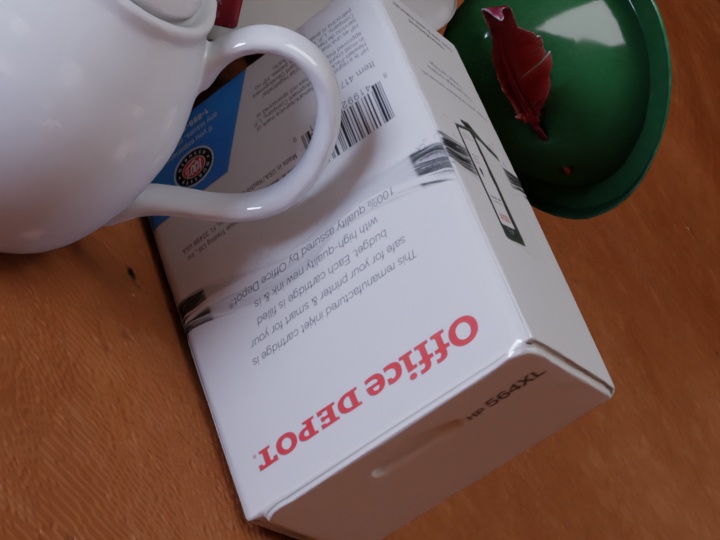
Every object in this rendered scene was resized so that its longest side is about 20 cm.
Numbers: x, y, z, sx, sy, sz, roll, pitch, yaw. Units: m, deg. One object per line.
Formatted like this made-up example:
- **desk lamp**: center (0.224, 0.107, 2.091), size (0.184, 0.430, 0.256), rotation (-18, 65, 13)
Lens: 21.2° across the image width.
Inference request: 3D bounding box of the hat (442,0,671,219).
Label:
- **hat**: center (0.057, -0.103, 1.053), size (0.175, 0.201, 0.166), rotation (-19, 45, -39)

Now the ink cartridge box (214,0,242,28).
- **ink cartridge box**: center (-0.098, -0.239, 0.856), size (0.144, 0.201, 0.146), rotation (12, 31, -5)

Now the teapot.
- **teapot**: center (-0.122, -0.111, 0.740), size (0.200, 0.146, 0.198), rotation (13, 46, -62)

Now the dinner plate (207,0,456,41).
- **dinner plate**: center (-0.048, -0.157, 0.970), size (0.199, 0.024, 0.200), rotation (8, 27, -4)

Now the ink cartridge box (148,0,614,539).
- **ink cartridge box**: center (0.000, 0.000, 0.834), size (0.084, 0.146, 0.201), rotation (29, 33, -52)
